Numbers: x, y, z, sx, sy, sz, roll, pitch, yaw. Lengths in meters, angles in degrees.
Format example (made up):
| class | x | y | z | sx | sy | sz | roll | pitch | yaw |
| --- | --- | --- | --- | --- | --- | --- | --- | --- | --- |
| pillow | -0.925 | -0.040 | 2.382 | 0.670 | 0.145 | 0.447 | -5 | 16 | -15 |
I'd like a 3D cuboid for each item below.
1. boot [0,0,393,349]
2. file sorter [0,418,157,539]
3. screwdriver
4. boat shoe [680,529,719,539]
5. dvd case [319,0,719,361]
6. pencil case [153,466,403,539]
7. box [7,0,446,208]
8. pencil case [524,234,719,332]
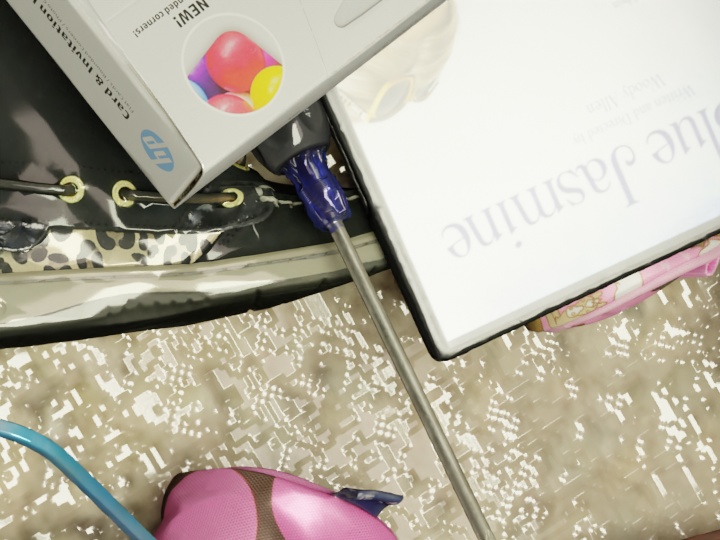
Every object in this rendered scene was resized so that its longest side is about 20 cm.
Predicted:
| class | x | y | z | sx | sy | sz | roll | pitch | yaw |
| --- | --- | --- | --- | --- | --- | --- | --- | --- | --- |
| boot | -0.073 | -0.059 | 0.855 | 0.202 | 0.073 | 0.155 | -9 | 85 | -18 |
| file sorter | -0.144 | 0.151 | 0.731 | 0.123 | 0.138 | 0.201 | 54 | 44 | -48 |
| screwdriver | 0.000 | 0.000 | 0.814 | 0.028 | 0.029 | 0.201 | -30 | 81 | 16 |
| boat shoe | 0.087 | 0.131 | 0.889 | 0.199 | 0.071 | 0.071 | -8 | 51 | -9 |
| dvd case | 0.047 | -0.089 | 0.836 | 0.142 | 0.018 | 0.201 | -25 | 93 | -6 |
| pencil case | -0.045 | 0.162 | 0.811 | 0.093 | 0.091 | 0.201 | 27 | 66 | -15 |
| box | -0.057 | -0.144 | 0.774 | 0.156 | 0.041 | 0.200 | -39 | 88 | -25 |
| pencil case | 0.053 | -0.076 | 0.887 | 0.086 | 0.083 | 0.201 | -25 | 92 | 4 |
